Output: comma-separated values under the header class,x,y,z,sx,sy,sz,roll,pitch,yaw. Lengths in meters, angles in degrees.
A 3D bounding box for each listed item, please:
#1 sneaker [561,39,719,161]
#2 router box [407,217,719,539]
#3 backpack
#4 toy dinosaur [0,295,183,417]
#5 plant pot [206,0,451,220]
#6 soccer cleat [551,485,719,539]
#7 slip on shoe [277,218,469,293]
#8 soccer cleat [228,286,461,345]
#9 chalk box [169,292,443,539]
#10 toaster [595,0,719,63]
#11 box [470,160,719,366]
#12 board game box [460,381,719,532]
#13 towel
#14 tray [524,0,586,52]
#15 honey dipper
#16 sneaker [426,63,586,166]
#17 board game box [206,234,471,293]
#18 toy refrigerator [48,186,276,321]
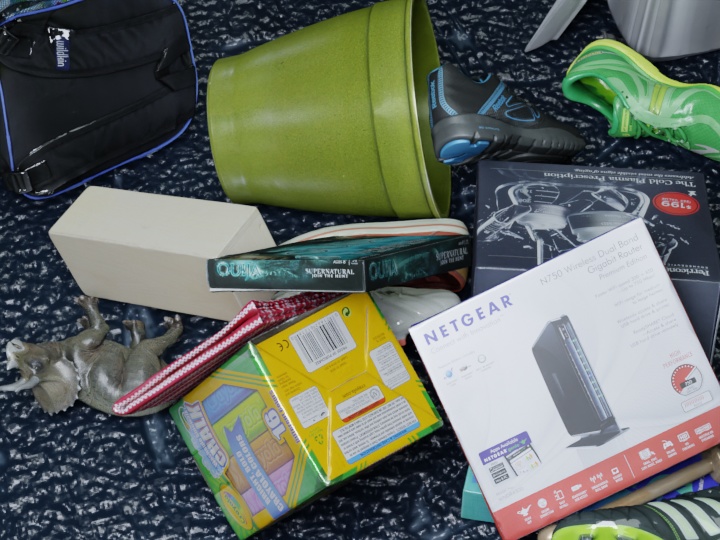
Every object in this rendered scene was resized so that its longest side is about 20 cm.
class,x,y,z,sx,sy,sz,roll,pitch,yaw
sneaker,0.270,-0.141,1.716,0.199,0.075,0.083,30,55,32
router box,0.161,0.083,1.425,0.199,0.049,0.181,-26,89,3
backpack,-0.258,-0.184,1.682,0.199,0.185,0.147,-22,34,-28
toy dinosaur,-0.201,0.083,1.551,0.198,0.077,0.103,14,64,-15
plant pot,-0.030,-0.132,1.648,0.191,0.201,0.202,-7,51,10
soccer cleat,0.241,0.199,1.405,0.198,0.068,0.081,1,31,2
slip on shoe,0.000,0.000,1.608,0.198,0.074,0.062,-6,66,-6
soccer cleat,-0.015,0.031,1.561,0.198,0.069,0.078,-10,91,1
chalk box,-0.055,0.120,1.445,0.124,0.200,0.125,-26,82,-35
toaster,0.319,-0.285,1.785,0.198,0.130,0.114,-13,56,-10
box,0.191,0.000,1.549,0.198,0.105,0.183,3,32,2
board game box,0.192,0.145,1.508,0.198,0.045,0.153,9,53,8
towel,-0.095,0.057,1.435,0.144,0.200,0.023,-34,83,18
tray,0.228,-0.298,1.821,0.022,0.108,0.201,34,57,-1
honey dipper,0.224,0.170,1.441,0.198,0.038,0.038,-23,55,-12
sneaker,0.131,-0.134,1.647,0.073,0.199,0.083,-24,72,33
board game box,-0.013,-0.006,1.451,0.134,0.028,0.200,0,6,26
toy refrigerator,-0.161,-0.017,1.568,0.199,0.076,0.070,7,47,38
